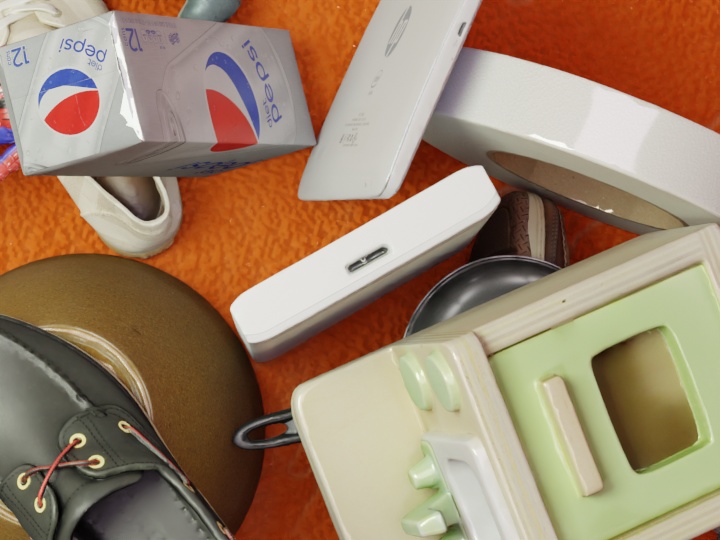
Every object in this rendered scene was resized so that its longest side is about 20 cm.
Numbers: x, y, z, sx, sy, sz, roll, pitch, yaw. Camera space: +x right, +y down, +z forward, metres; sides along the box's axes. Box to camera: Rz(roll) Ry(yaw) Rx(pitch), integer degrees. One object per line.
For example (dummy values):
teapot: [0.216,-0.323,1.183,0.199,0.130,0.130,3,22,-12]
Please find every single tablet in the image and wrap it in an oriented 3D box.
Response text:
tablet: [0.015,-0.094,1.370,0.014,0.200,0.131,25,86,-12]

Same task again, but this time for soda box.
soda box: [-0.095,-0.083,1.362,0.068,0.200,0.064,-15,86,22]

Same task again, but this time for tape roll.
tape roll: [0.117,-0.055,1.369,0.202,0.203,0.037,21,85,0]

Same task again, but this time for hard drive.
hard drive: [0.000,0.000,1.360,0.132,0.200,0.027,-30,88,-3]

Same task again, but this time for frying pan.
frying pan: [0.040,0.043,1.369,0.189,0.031,0.116,10,84,-12]

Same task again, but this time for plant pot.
plant pot: [-0.141,0.077,1.353,0.185,0.200,0.187,0,86,0]

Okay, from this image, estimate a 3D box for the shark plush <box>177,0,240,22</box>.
shark plush: [-0.049,-0.187,1.425,0.199,0.083,0.091,-21,71,-5]

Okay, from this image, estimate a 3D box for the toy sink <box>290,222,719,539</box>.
toy sink: [0.087,0.076,1.302,0.199,0.112,0.131,-22,93,-14]

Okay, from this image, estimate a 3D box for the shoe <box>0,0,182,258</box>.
shoe: [-0.148,-0.100,1.438,0.070,0.053,0.201,-31,87,-3]

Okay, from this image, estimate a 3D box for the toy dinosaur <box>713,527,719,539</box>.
toy dinosaur: [0.170,0.193,1.369,0.199,0.105,0.182,21,63,-2]

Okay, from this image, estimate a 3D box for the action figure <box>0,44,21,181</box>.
action figure: [-0.216,-0.060,1.407,0.199,0.052,0.066,-27,85,14]

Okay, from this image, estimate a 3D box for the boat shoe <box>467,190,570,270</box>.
boat shoe: [0.092,0.064,1.432,0.074,0.075,0.203,8,85,-23]

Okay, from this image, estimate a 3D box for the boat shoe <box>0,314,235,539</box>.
boat shoe: [-0.115,0.094,1.222,0.074,0.063,0.201,-43,86,-1]
